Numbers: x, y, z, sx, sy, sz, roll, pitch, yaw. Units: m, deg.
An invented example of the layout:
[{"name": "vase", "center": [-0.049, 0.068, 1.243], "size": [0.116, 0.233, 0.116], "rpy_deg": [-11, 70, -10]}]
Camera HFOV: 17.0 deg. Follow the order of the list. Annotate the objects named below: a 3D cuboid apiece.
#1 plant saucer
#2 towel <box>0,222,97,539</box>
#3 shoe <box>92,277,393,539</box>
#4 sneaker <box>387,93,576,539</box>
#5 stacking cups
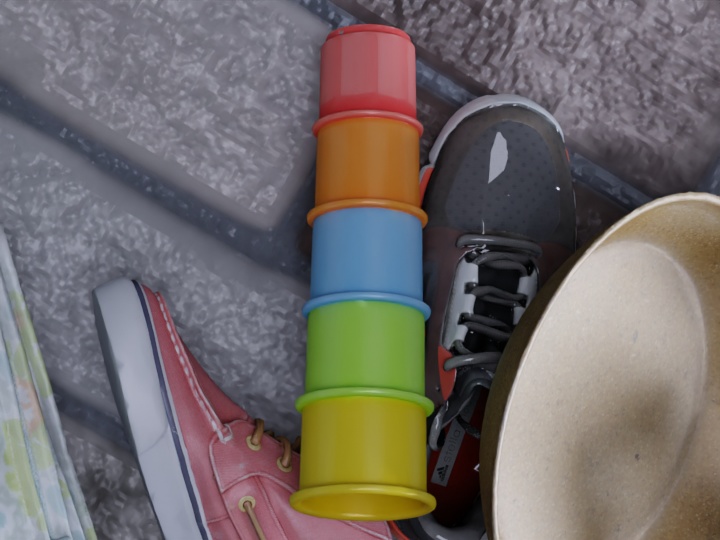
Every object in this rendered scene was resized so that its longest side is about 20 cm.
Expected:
[{"name": "plant saucer", "center": [0.110, 0.062, 1.008], "size": [0.200, 0.035, 0.202], "rpy_deg": [-18, 116, -42]}, {"name": "towel", "center": [-0.217, 0.084, 0.983], "size": [0.199, 0.048, 0.172], "rpy_deg": [-16, 87, -3]}, {"name": "shoe", "center": [-0.044, 0.087, 1.013], "size": [0.090, 0.071, 0.201], "rpy_deg": [-19, 104, -8]}, {"name": "sneaker", "center": [0.057, 0.027, 1.012], "size": [0.077, 0.082, 0.201], "rpy_deg": [7, 96, -9]}, {"name": "stacking cups", "center": [0.000, 0.000, 0.990], "size": [0.060, 0.061, 0.201], "rpy_deg": [2, 71, -9]}]
